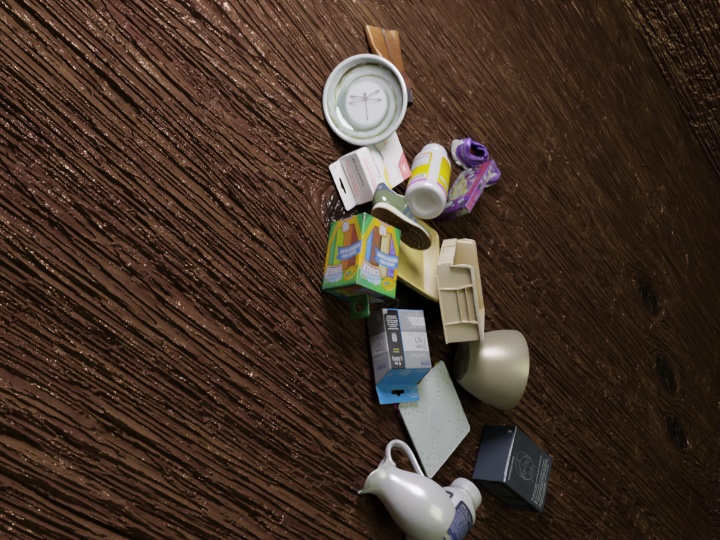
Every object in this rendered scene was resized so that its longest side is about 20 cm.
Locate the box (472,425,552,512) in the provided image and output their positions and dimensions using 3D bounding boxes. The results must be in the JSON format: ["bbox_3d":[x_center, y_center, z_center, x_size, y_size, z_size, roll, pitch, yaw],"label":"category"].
[{"bbox_3d":[0.404,0.523,1.785,0.200,0.105,0.151,42,56,-32],"label":"box"}]

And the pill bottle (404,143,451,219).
[{"bbox_3d":[0.171,-0.228,1.678,0.105,0.102,0.203,48,37,-27],"label":"pill bottle"}]

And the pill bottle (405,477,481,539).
[{"bbox_3d":[0.199,0.579,1.571,0.199,0.109,0.114,-35,106,-42],"label":"pill bottle"}]

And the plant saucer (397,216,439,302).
[{"bbox_3d":[0.116,-0.040,1.621,0.198,0.048,0.205,31,49,-39],"label":"plant saucer"}]

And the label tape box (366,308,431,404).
[{"bbox_3d":[0.094,0.195,1.551,0.141,0.065,0.206,6,68,-43],"label":"label tape box"}]

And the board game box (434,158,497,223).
[{"bbox_3d":[0.276,-0.209,1.785,0.033,0.118,0.202,52,51,-23],"label":"board game box"}]

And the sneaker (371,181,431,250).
[{"bbox_3d":[0.098,-0.130,1.548,0.198,0.066,0.092,32,47,-40],"label":"sneaker"}]

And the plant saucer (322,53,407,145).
[{"bbox_3d":[0.011,-0.385,1.546,0.050,0.194,0.207,7,73,-83],"label":"plant saucer"}]

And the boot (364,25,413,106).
[{"bbox_3d":[0.044,-0.505,1.650,0.184,0.068,0.207,-8,83,-34],"label":"boot"}]

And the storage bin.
[{"bbox_3d":[0.244,0.045,1.642,0.201,0.091,0.205,-60,141,-68],"label":"storage bin"}]

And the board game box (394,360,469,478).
[{"bbox_3d":[0.176,0.359,1.647,0.199,0.025,0.205,-35,108,-42],"label":"board game box"}]

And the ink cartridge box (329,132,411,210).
[{"bbox_3d":[0.025,-0.233,1.577,0.199,0.066,0.119,-37,109,-41],"label":"ink cartridge box"}]

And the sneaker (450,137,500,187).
[{"bbox_3d":[0.333,-0.300,1.882,0.198,0.082,0.083,28,64,-39],"label":"sneaker"}]

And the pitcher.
[{"bbox_3d":[0.114,0.477,1.474,0.197,0.123,0.172,34,44,8],"label":"pitcher"}]

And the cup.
[{"bbox_3d":[0.318,0.243,1.717,0.139,0.200,0.207,10,73,-13],"label":"cup"}]

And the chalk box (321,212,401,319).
[{"bbox_3d":[0.000,0.000,1.471,0.122,0.123,0.206,22,66,-39],"label":"chalk box"}]
